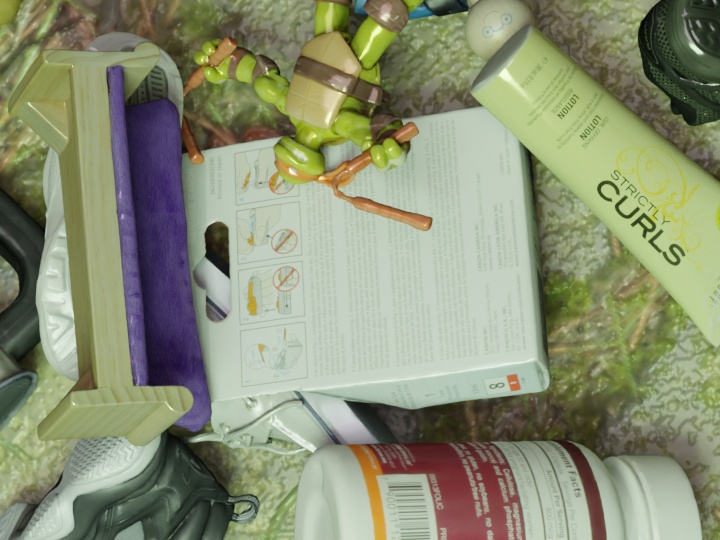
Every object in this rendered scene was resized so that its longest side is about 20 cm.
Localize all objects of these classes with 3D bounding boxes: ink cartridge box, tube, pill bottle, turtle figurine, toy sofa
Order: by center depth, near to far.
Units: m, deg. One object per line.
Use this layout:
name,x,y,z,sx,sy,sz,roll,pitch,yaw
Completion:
toy sofa,-0.123,-0.013,1.273,0.097,0.083,0.201,0,74,-21
pill bottle,0.072,0.148,1.295,0.199,0.114,0.115,1,88,-16
turtle figurine,-0.006,-0.108,1.328,0.200,0.064,0.162,28,98,40
tube,0.149,-0.052,1.333,0.200,0.052,0.058,42,124,-11
ink cartridge box,0.000,0.000,1.346,0.199,0.050,0.163,-9,63,12

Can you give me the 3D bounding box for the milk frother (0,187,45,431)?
milk frother,-0.271,0.007,1.342,0.180,0.200,0.188,-45,83,2

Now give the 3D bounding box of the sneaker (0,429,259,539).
sneaker,-0.144,0.168,1.376,0.114,0.076,0.200,36,119,-17

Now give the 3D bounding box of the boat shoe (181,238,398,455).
boat shoe,-0.064,0.070,1.368,0.202,0.075,0.086,44,95,11

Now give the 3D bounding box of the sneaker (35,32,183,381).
sneaker,-0.146,-0.027,1.371,0.078,0.099,0.201,15,68,-19

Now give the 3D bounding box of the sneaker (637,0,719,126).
sneaker,0.240,-0.117,1.330,0.199,0.114,0.077,6,84,-18

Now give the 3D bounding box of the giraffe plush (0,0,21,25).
giraffe plush,-0.244,-0.216,1.321,0.172,0.200,0.162,31,123,-10

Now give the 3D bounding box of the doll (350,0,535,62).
doll,0.030,-0.198,1.371,0.136,0.048,0.200,-36,82,-1
